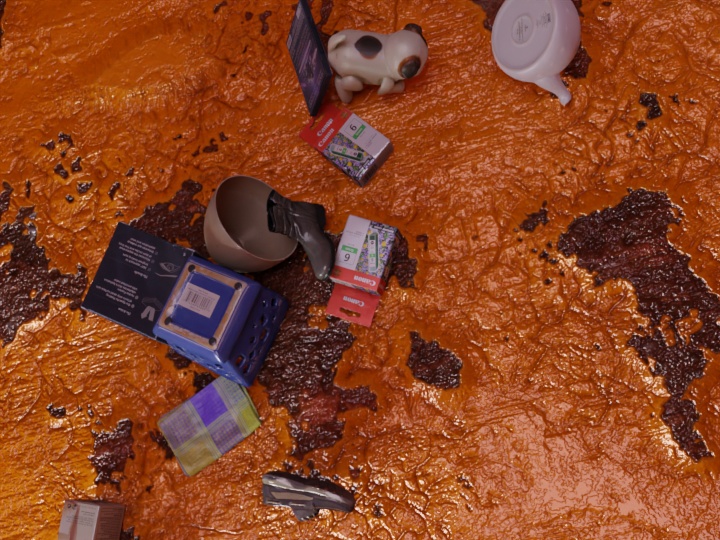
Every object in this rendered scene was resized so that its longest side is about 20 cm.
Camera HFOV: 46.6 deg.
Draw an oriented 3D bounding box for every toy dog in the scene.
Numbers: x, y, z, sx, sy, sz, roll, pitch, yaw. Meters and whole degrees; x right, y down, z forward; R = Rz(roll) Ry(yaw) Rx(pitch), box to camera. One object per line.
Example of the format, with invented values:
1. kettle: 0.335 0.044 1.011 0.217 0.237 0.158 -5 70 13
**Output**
1. toy dog: 0.044 -0.448 1.728 0.197 0.194 0.141 1 65 21

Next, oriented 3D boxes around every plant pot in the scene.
1. plant pot: -0.244 -0.074 1.722 0.134 0.199 0.202 -40 66 39
2. plant pot: -0.285 0.092 1.670 0.198 0.180 0.202 21 77 19

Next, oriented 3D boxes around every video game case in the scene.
1. video game case: -0.112 -0.455 1.791 0.019 0.143 0.202 -10 68 -23

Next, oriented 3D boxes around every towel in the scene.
1. towel: -0.310 0.313 1.714 0.199 0.023 0.145 -34 70 4

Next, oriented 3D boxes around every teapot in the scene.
1. teapot: 0.368 -0.471 1.675 0.198 0.145 0.202 50 126 39

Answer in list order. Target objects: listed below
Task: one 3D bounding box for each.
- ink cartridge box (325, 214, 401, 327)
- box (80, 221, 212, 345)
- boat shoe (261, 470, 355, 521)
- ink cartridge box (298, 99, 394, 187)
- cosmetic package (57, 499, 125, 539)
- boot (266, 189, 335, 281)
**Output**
1. ink cartridge box: 0.000 0.000 1.689 0.108 0.050 0.203 16 80 17
2. box: -0.447 0.031 1.767 0.194 0.117 0.202 20 81 17
3. boat shoe: -0.101 0.442 1.612 0.197 0.074 0.074 9 89 25
4. ink cartridge box: -0.038 -0.280 1.775 0.199 0.050 0.109 39 89 19
5. cosmetic package: -0.549 0.566 1.671 0.086 0.103 0.203 4 76 16
6. boot: -0.128 -0.069 1.685 0.068 0.129 0.202 -50 41 37
